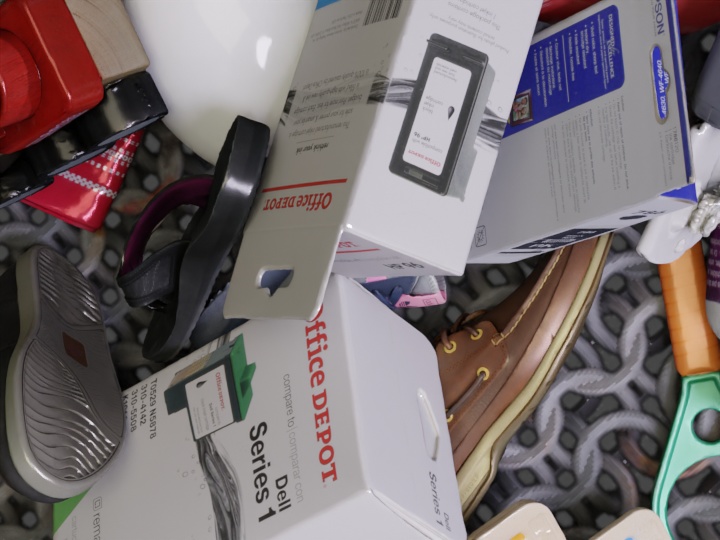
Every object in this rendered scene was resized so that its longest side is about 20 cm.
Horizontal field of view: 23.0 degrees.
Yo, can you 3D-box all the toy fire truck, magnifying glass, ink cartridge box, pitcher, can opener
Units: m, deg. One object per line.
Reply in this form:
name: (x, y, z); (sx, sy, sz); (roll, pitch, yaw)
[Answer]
toy fire truck: (-0.215, -0.056, 0.878); (0.176, 0.200, 0.129); (-22, 94, 46)
magnifying glass: (0.187, 0.076, 0.956); (0.080, 0.022, 0.200); (-10, 90, 9)
ink cartridge box: (0.011, -0.062, 0.838); (0.068, 0.116, 0.200); (22, 80, -24)
ink cartridge box: (-0.057, 0.111, 0.909); (0.200, 0.084, 0.146); (-30, 44, 22)
pitcher: (-0.058, -0.170, 0.939); (0.172, 0.121, 0.200); (-29, 102, -32)
ink cartridge box: (0.105, -0.067, 0.838); (0.039, 0.200, 0.099); (0, 82, -27)
can opener: (0.170, -0.090, 0.820); (0.066, 0.053, 0.200); (42, 127, 29)

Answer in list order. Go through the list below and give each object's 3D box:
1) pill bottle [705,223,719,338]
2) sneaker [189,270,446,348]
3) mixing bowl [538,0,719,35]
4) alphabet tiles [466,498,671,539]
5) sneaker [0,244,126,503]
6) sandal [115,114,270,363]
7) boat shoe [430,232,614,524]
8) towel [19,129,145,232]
pill bottle: (0.234, -0.016, 0.899); (0.112, 0.112, 0.200); (5, 93, 9)
sneaker: (0.000, 0.000, 0.957); (0.200, 0.070, 0.082); (-38, 85, 10)
mixing bowl: (0.154, -0.191, 0.880); (0.108, 0.200, 0.200); (29, 98, -25)
alphabet tiles: (0.099, 0.221, 0.935); (0.196, 0.015, 0.200); (-34, 109, -11)
sneaker: (-0.188, 0.078, 0.942); (0.106, 0.200, 0.075); (-41, 117, 15)
sandal: (-0.095, -0.019, 0.925); (0.048, 0.200, 0.075); (17, 55, -11)
boat shoe: (0.066, 0.054, 0.948); (0.068, 0.072, 0.200); (31, 99, 4)
towel: (-0.174, -0.137, 1.002); (0.145, 0.022, 0.200); (25, 96, 6)
